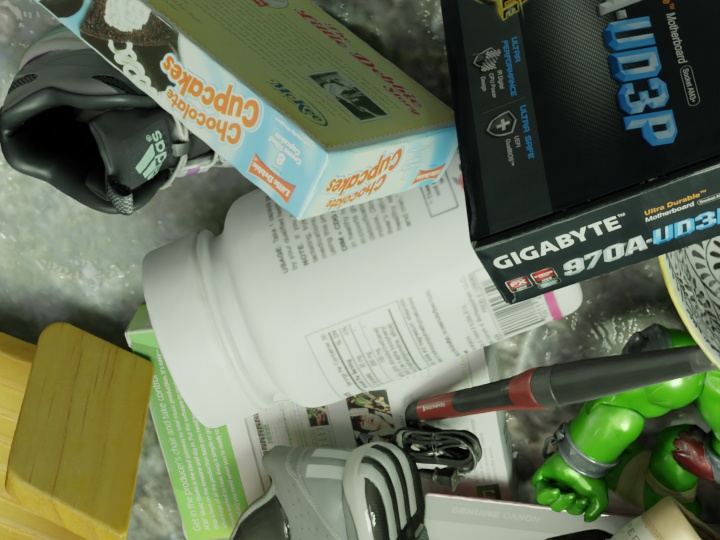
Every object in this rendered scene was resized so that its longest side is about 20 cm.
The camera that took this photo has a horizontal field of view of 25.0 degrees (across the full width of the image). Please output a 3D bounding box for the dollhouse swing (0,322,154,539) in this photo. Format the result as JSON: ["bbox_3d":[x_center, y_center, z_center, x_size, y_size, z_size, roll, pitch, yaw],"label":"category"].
[{"bbox_3d":[-0.217,0.142,0.901,0.174,0.182,0.201,11,127,-8],"label":"dollhouse swing"}]

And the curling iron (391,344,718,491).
[{"bbox_3d":[0.098,0.068,0.832,0.199,0.026,0.050,-24,102,36],"label":"curling iron"}]

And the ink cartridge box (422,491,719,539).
[{"bbox_3d":[0.128,0.196,0.947,0.198,0.045,0.178,6,121,3],"label":"ink cartridge box"}]

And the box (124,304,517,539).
[{"bbox_3d":[-0.019,0.078,0.916,0.198,0.036,0.145,-7,116,10],"label":"box"}]

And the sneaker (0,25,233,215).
[{"bbox_3d":[-0.085,-0.064,0.789,0.198,0.140,0.078,1,118,8],"label":"sneaker"}]

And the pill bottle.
[{"bbox_3d":[0.000,0.000,0.809,0.198,0.114,0.114,-20,114,6],"label":"pill bottle"}]

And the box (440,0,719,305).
[{"bbox_3d":[0.118,-0.095,0.713,0.158,0.201,0.046,-18,138,18],"label":"box"}]

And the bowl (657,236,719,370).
[{"bbox_3d":[0.221,-0.024,0.775,0.199,0.094,0.203,1,86,-8],"label":"bowl"}]

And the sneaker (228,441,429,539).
[{"bbox_3d":[-0.016,0.182,0.910,0.115,0.075,0.202,4,112,28],"label":"sneaker"}]

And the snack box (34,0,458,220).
[{"bbox_3d":[-0.059,-0.103,0.734,0.200,0.116,0.037,40,120,21],"label":"snack box"}]

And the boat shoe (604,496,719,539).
[{"bbox_3d":[0.207,0.174,0.846,0.199,0.074,0.069,28,110,-34],"label":"boat shoe"}]

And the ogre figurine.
[{"bbox_3d":[0.201,0.082,0.852,0.198,0.098,0.121,15,128,9],"label":"ogre figurine"}]
